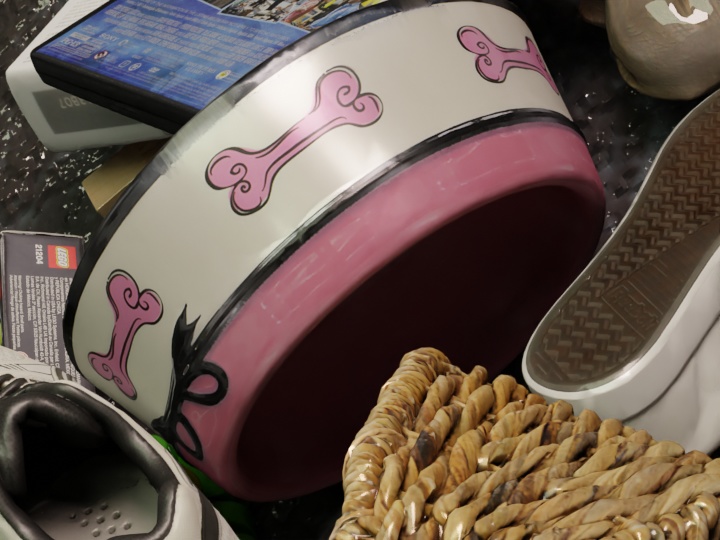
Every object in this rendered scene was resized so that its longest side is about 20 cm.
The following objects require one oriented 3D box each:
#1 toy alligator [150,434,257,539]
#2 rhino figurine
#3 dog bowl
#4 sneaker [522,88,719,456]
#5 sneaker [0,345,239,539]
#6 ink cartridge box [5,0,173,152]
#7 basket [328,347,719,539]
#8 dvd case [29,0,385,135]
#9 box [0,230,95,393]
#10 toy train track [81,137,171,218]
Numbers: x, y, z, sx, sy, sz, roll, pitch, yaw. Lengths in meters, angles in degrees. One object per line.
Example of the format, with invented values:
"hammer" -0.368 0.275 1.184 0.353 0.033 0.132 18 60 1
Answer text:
"toy alligator" -0.063 0.098 0.857 0.054 0.059 0.200 1 42 -1
"rhino figurine" 0.167 -0.131 0.805 0.200 0.060 0.088 -30 58 17
"dog bowl" 0.000 0.000 0.776 0.200 0.200 0.074 -43 67 9
"sneaker" 0.133 0.000 0.762 0.200 0.085 0.073 -46 35 -22
"sneaker" -0.107 0.060 0.755 0.200 0.088 0.076 29 63 37
"ink cartridge box" -0.035 -0.132 0.946 0.162 0.057 0.200 -5 33 34
"basket" 0.021 0.143 0.660 0.149 0.142 0.201 20 114 41
"dvd case" -0.010 -0.114 0.821 0.200 0.018 0.143 -36 30 -20
"box" -0.126 0.096 0.864 0.110 0.035 0.201 112 155 -47
"toy train track" -0.030 -0.086 0.947 0.200 0.033 0.115 -39 42 5
